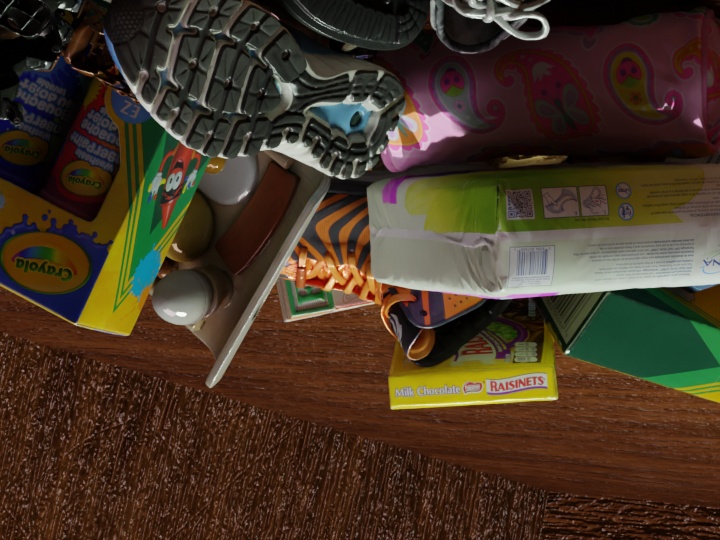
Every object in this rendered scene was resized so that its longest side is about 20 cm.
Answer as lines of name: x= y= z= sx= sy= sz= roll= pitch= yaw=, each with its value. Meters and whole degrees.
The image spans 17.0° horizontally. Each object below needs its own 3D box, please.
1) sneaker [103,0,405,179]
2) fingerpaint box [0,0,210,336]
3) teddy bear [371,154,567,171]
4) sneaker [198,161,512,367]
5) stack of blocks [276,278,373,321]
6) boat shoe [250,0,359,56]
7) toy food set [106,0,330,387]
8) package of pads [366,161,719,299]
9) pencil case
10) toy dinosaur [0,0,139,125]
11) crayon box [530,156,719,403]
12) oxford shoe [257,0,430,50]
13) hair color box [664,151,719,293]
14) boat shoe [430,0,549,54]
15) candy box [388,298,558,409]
sneaker: x=-0.068 y=-0.101 z=1.241 sx=0.090 sy=0.079 sz=0.200 roll=31 pitch=-174 yaw=38
fingerpaint box: x=-0.189 y=-0.081 z=1.351 sx=0.199 sy=0.168 sz=0.073 roll=27 pitch=-177 yaw=21
teddy bear: x=0.035 y=-0.081 z=1.532 sx=0.145 sy=0.067 sz=0.199 roll=-8 pitch=175 yaw=-44
sneaker: x=0.000 y=0.000 z=1.432 sx=0.199 sy=0.113 sz=0.078 roll=-8 pitch=154 yaw=-5
stack of blocks: x=0.001 y=-0.005 z=1.631 sx=0.114 sy=0.059 sz=0.200 roll=-11 pitch=179 yaw=-4
boat shoe: x=-0.025 y=-0.137 z=1.360 sx=0.071 sy=0.076 sz=0.200 roll=8 pitch=172 yaw=9
toy food set: x=-0.122 y=-0.048 z=1.397 sx=0.200 sy=0.144 sz=0.060 roll=41 pitch=-151 yaw=18
package of pads: x=0.108 y=-0.023 z=1.326 sx=0.154 sy=0.069 sz=0.200 roll=-4 pitch=-176 yaw=-19
pencil case: x=0.102 y=-0.100 z=1.317 sx=0.199 sy=0.088 sz=0.087 roll=-1 pitch=167 yaw=20
toy dinosaur: x=-0.179 y=-0.138 z=1.258 sx=0.199 sy=0.103 sz=0.136 roll=10 pitch=-159 yaw=8
crayon box: x=0.178 y=-0.007 z=1.581 sx=0.172 sy=0.058 sz=0.200 roll=16 pitch=-150 yaw=-32
oxford shoe: x=-0.052 y=-0.172 z=1.226 sx=0.199 sy=0.073 sz=0.084 roll=26 pitch=173 yaw=-27
hair color box: x=0.228 y=-0.052 z=1.423 sx=0.060 sy=0.100 sz=0.200 roll=31 pitch=168 yaw=-6
boat shoe: x=0.066 y=-0.150 z=1.174 sx=0.073 sy=0.069 sz=0.199 roll=13 pitch=170 yaw=-9
candy box: x=0.073 y=0.048 z=1.530 sx=0.102 sy=0.027 sz=0.200 roll=-6 pitch=-168 yaw=5
